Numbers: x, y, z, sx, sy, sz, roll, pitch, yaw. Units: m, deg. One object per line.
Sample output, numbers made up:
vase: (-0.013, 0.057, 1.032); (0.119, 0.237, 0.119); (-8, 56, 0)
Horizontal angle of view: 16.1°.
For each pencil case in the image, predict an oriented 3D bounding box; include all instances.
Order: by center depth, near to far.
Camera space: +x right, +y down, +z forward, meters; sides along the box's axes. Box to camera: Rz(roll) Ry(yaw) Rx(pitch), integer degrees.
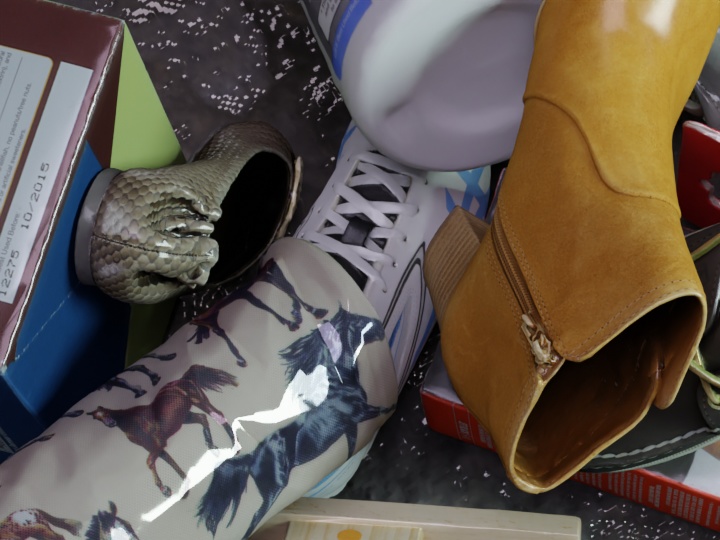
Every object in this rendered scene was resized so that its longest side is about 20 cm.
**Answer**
pencil case: (-0.073, 0.069, 0.891); (0.200, 0.078, 0.089); (-38, 28, -26)

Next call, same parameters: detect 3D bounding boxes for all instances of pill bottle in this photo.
pill bottle: (0.019, -0.146, 1.009); (0.113, 0.114, 0.201); (-22, 51, -2)

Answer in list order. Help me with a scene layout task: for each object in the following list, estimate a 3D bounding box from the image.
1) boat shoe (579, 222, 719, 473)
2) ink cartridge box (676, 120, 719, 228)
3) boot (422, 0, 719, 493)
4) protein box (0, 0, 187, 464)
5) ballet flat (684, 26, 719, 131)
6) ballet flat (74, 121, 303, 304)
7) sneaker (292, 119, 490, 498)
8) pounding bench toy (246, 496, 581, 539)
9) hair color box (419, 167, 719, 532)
boat shoe: (0.141, 0.013, 0.903); (0.201, 0.061, 0.072); (-34, 88, 18)
ink cartridge box: (0.225, -0.026, 0.973); (0.199, 0.116, 0.068); (23, 76, 11)
boot: (0.096, -0.030, 0.887); (0.070, 0.144, 0.202); (23, 109, -26)
protein box: (-0.185, -0.021, 0.965); (0.199, 0.199, 0.136); (15, 74, 10)
ballet flat: (0.103, -0.130, 1.047); (0.064, 0.067, 0.200); (-43, 71, 11)
ballet flat: (-0.053, -0.019, 0.960); (0.046, 0.200, 0.068); (11, 98, 14)
sneaker: (0.000, 0.000, 1.009); (0.071, 0.073, 0.201); (19, 73, 13)
pounding bench toy: (-0.026, 0.173, 0.889); (0.199, 0.156, 0.125); (4, 117, 7)
hair color box: (0.133, 0.043, 0.988); (0.199, 0.061, 0.102); (18, 75, 10)
